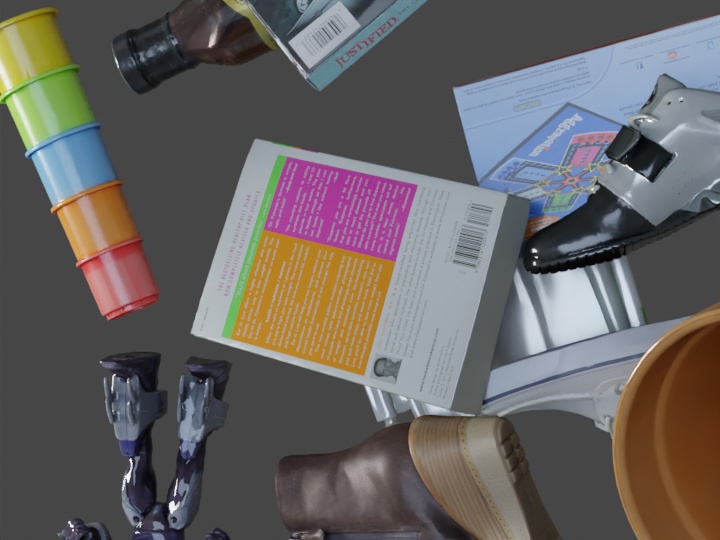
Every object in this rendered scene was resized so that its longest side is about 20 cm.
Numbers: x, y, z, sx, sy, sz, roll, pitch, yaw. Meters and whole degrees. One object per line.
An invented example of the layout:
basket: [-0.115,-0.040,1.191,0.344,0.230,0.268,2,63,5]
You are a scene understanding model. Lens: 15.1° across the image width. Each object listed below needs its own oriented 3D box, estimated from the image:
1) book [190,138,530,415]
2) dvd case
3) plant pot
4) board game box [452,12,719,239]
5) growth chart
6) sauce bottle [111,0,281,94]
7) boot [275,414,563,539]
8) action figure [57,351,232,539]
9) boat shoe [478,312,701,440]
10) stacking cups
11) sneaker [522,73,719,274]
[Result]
book: [0.000,0.000,1.655,0.200,0.048,0.134,15,90,38]
dvd case: [-0.021,-0.216,1.648,0.146,0.022,0.200,-40,51,3]
plant pot: [0.259,0.092,1.508,0.200,0.140,0.200,13,115,29]
board game box: [0.165,-0.089,1.649,0.200,0.019,0.103,-15,87,9]
growth chart: [0.081,0.028,1.686,0.200,0.018,0.145,-12,88,15]
sauce bottle: [-0.061,-0.168,1.694,0.200,0.066,0.066,-25,85,13]
boot: [0.045,0.191,1.688,0.166,0.072,0.200,-16,93,29]
action figure: [-0.128,0.153,1.721,0.130,0.069,0.200,3,95,10]
boat shoe: [0.165,0.070,1.626,0.200,0.071,0.070,-13,86,2]
stacking cups: [-0.183,-0.066,1.732,0.060,0.061,0.200,-24,85,14]
sneaker: [0.176,-0.065,1.605,0.200,0.074,0.089,-26,87,-2]
